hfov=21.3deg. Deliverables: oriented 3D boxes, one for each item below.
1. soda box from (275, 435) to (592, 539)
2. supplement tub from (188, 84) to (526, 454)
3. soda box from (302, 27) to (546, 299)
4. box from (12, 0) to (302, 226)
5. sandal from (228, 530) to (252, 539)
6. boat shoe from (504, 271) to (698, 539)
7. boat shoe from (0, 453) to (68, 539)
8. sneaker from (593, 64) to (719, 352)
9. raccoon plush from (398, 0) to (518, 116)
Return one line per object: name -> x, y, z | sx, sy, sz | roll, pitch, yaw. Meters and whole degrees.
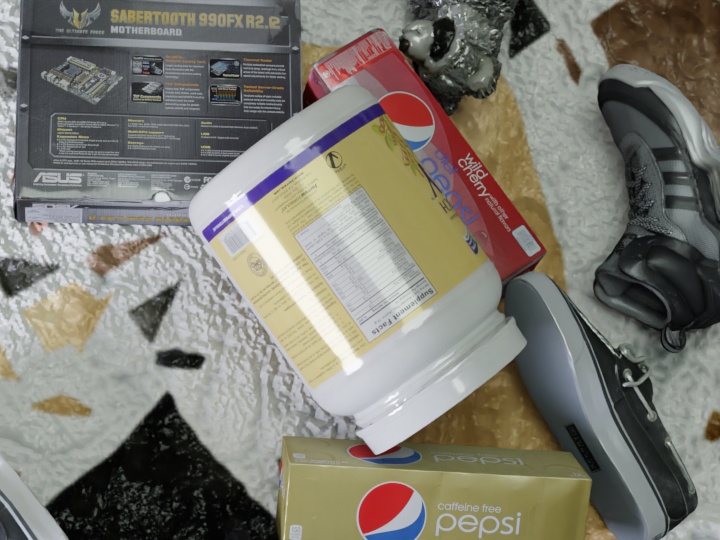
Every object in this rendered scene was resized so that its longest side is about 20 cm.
soda box -> 0.046, 0.151, 1.246 | 0.198, 0.068, 0.065 | 3, 100, -7
supplement tub -> 0.000, 0.000, 1.222 | 0.145, 0.145, 0.201 | -36, 90, -18
soda box -> 0.041, -0.065, 1.327 | 0.063, 0.070, 0.201 | -31, 79, -18
box -> -0.139, -0.112, 1.327 | 0.198, 0.048, 0.160 | 1, 71, -9
sandal -> -0.092, 0.260, 1.197 | 0.045, 0.075, 0.202 | 7, 73, -7
boat shoe -> 0.166, 0.084, 1.287 | 0.068, 0.074, 0.200 | -29, 88, -27
boat shoe -> -0.232, 0.166, 1.207 | 0.068, 0.072, 0.200 | -35, 77, -20
sneaker -> 0.200, -0.042, 1.332 | 0.113, 0.076, 0.201 | -29, 80, -19
raccoon plush -> 0.112, -0.192, 1.374 | 0.198, 0.097, 0.135 | -15, 82, -14
